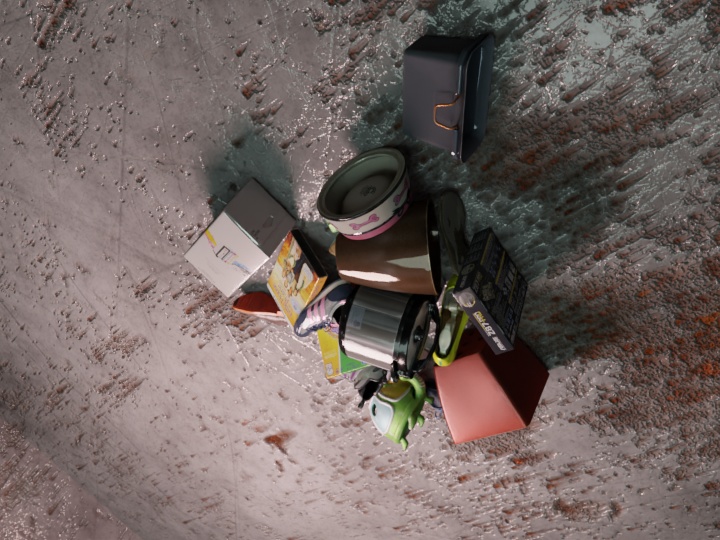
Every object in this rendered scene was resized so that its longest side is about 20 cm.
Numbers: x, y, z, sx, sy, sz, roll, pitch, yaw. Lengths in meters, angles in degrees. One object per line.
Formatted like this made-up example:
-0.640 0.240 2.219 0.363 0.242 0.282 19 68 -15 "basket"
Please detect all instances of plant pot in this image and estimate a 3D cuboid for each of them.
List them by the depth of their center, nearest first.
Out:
0.054 -0.038 1.392 0.194 0.189 0.191 -5 125 14 "plant pot"
0.275 0.234 1.534 0.197 0.200 0.179 -24 102 37 "plant pot"

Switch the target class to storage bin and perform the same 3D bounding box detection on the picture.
0.142 -0.306 1.208 0.132 0.146 0.204 18 132 24 "storage bin"

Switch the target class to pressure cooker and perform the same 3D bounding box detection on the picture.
0.068 0.124 1.451 0.195 0.179 0.180 14 125 20 "pressure cooker"

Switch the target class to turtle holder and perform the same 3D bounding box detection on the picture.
0.091 0.324 1.667 0.130 0.142 0.187 30 149 19 "turtle holder"

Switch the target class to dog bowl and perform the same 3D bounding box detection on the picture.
0.015 -0.145 1.352 0.196 0.203 0.074 -10 132 31 "dog bowl"

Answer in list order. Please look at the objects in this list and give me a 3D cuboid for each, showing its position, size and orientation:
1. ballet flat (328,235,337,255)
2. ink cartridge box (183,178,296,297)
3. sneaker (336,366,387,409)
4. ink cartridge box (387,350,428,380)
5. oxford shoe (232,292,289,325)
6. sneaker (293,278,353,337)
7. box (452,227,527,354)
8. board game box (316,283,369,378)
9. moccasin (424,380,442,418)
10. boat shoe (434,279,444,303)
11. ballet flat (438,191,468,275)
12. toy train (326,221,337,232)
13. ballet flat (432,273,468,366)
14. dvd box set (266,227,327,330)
0.000 0.000 1.539 0.072 0.069 0.200 -32 120 21 "ballet flat"
-0.274 -0.074 1.572 0.144 0.148 0.199 43 131 -12 "ink cartridge box"
-0.008 0.265 1.653 0.077 0.143 0.199 21 144 -33 "sneaker"
0.038 0.209 1.717 0.198 0.041 0.200 36 133 -4 "ink cartridge box"
-0.232 0.108 1.750 0.195 0.072 0.074 7 134 20 "oxford shoe"
-0.081 0.107 1.583 0.200 0.069 0.083 -47 59 31 "sneaker"
0.262 0.038 1.367 0.048 0.202 0.162 -22 116 35 "box"
-0.037 0.134 1.618 0.151 0.040 0.205 -23 76 37 "board game box"
0.232 0.334 1.703 0.195 0.069 0.082 20 132 13 "moccasin"
0.093 0.004 1.511 0.198 0.069 0.074 39 132 -8 "boat shoe"
0.190 -0.072 1.419 0.046 0.067 0.203 24 144 48 "ballet flat"
0.012 -0.117 1.477 0.195 0.042 0.057 -7 133 29 "toy train"
0.193 0.101 1.459 0.065 0.205 0.067 12 173 19 "ballet flat"
-0.153 0.023 1.622 0.148 0.029 0.202 57 139 25 "dvd box set"
